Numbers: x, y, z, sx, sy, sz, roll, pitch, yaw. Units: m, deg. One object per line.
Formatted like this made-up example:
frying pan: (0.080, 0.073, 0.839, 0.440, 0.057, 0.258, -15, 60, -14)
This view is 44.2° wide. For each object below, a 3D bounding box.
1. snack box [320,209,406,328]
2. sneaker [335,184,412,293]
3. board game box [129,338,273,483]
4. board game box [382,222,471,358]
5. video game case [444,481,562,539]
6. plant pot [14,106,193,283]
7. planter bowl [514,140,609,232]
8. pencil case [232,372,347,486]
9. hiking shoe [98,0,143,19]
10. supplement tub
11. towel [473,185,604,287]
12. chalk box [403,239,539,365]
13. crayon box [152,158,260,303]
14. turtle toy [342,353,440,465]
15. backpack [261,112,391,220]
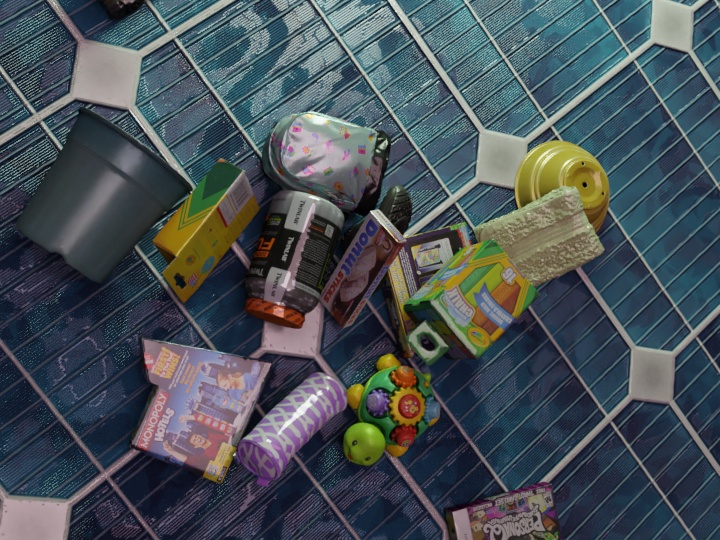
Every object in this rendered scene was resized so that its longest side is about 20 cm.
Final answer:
snack box: (0.000, 0.000, 1.408, 0.024, 0.200, 0.072, -14, 56, -45)
sneaker: (0.014, -0.054, 1.439, 0.076, 0.091, 0.200, -10, 130, -56)
board game box: (-0.266, 0.192, 1.355, 0.200, 0.062, 0.200, 27, 76, -14)
board game box: (0.125, 0.033, 1.521, 0.165, 0.057, 0.200, -14, 89, -18)
video game case: (0.254, 0.476, 1.523, 0.200, 0.036, 0.181, -9, 88, -20)
plant pot: (-0.385, -0.100, 1.298, 0.200, 0.200, 0.196, 36, 82, -12)
planter bowl: (0.390, -0.149, 1.620, 0.200, 0.083, 0.201, 2, 84, -19)
pencil case: (-0.101, 0.242, 1.373, 0.200, 0.084, 0.086, -41, 123, -40)
hiking shoe: (-0.346, -0.495, 1.409, 0.200, 0.076, 0.101, -45, 102, -17)
supplement tub: (-0.109, -0.016, 1.410, 0.122, 0.123, 0.200, 21, 76, -16)
towel: (0.314, -0.048, 1.566, 0.200, 0.036, 0.148, -25, 95, 9)
chalk box: (0.162, 0.064, 1.435, 0.200, 0.124, 0.125, -44, 98, -18)
crayon box: (-0.243, -0.059, 1.363, 0.051, 0.127, 0.200, 30, 72, 17)
turtle toy: (0.048, 0.236, 1.445, 0.200, 0.101, 0.146, -42, 98, -19)
backpack: (-0.057, -0.185, 1.444, 0.200, 0.127, 0.167, 15, 79, -19)
